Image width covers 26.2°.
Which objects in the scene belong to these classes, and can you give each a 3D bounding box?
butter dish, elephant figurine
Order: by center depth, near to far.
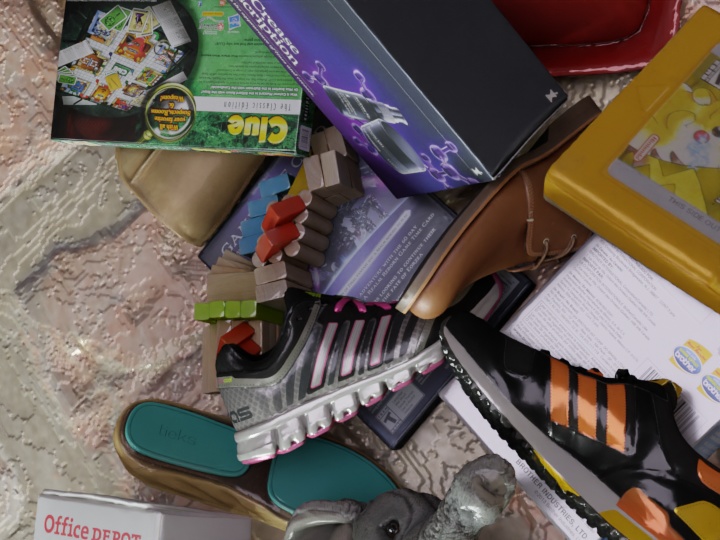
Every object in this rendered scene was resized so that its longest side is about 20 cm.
[{"bbox_3d":[0.018,0.191,0.929,0.154,0.141,0.202,16,89,26],"label":"elephant figurine"},{"bbox_3d":[0.097,-0.232,0.969,0.198,0.148,0.202,1,82,21],"label":"butter dish"}]

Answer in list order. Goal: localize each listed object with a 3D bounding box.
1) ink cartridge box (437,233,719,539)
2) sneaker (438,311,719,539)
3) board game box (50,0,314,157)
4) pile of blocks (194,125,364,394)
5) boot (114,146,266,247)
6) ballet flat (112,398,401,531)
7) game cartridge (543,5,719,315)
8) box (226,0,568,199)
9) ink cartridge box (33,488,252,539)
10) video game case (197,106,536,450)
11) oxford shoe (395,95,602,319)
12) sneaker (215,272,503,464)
[{"bbox_3d":[0.167,0.056,0.934,0.200,0.076,0.137,-47,70,10],"label":"ink cartridge box"},{"bbox_3d":[0.133,0.082,0.875,0.090,0.070,0.200,-42,70,-6],"label":"sneaker"},{"bbox_3d":[-0.119,-0.133,1.041,0.198,0.023,0.106,6,86,26],"label":"board game box"},{"bbox_3d":[-0.066,-0.009,1.023,0.081,0.062,0.202,22,89,22],"label":"pile of blocks"},{"bbox_3d":[-0.109,-0.148,1.080,0.200,0.066,0.175,-50,63,11],"label":"boot"},{"bbox_3d":[-0.066,0.135,1.017,0.198,0.063,0.069,20,58,1],"label":"ballet flat"},{"bbox_3d":[0.236,-0.053,0.903,0.199,0.033,0.176,34,63,22],"label":"game cartridge"},{"bbox_3d":[0.010,-0.145,0.930,0.200,0.141,0.079,48,69,-14],"label":"box"},{"bbox_3d":[-0.149,0.248,0.996,0.144,0.083,0.203,-2,80,47],"label":"ink cartridge box"},{"bbox_3d":[0.000,0.000,1.039,0.200,0.019,0.143,43,97,22],"label":"video game case"},{"bbox_3d":[0.101,-0.027,0.937,0.200,0.071,0.071,-40,84,-27],"label":"oxford shoe"},{"bbox_3d":[-0.007,0.039,0.965,0.199,0.074,0.088,-31,90,2],"label":"sneaker"}]
